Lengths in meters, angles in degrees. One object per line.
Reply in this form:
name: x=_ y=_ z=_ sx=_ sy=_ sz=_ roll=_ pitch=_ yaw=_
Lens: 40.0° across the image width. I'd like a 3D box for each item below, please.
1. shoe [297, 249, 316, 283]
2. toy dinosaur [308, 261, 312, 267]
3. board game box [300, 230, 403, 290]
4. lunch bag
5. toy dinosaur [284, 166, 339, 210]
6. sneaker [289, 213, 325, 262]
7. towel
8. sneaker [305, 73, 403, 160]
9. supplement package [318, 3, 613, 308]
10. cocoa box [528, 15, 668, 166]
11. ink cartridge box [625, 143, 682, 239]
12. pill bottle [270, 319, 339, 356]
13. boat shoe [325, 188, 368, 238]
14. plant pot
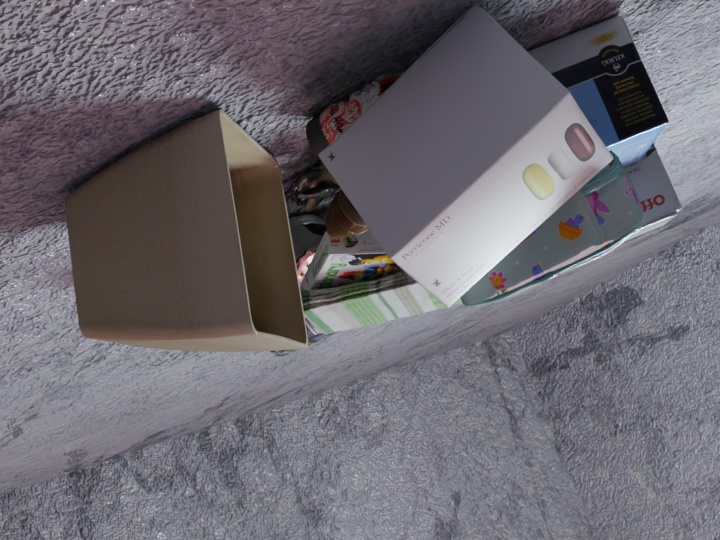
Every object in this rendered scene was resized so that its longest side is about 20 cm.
shoe: x=-0.095 y=0.004 z=1.376 sx=0.197 sy=0.092 sz=0.072 roll=-20 pitch=169 yaw=-11
toy dinosaur: x=0.062 y=-0.051 z=1.245 sx=0.105 sy=0.180 sz=0.202 roll=32 pitch=84 yaw=-52
board game box: x=0.000 y=0.000 z=1.228 sx=0.124 sy=0.035 sz=0.200 roll=-2 pitch=160 yaw=-14
lunch bag: x=0.174 y=-0.044 z=0.971 sx=0.198 sy=0.078 sz=0.160 roll=-26 pitch=-171 yaw=18
toy dinosaur: x=-0.054 y=-0.096 z=1.128 sx=0.087 sy=0.048 sz=0.200 roll=-23 pitch=174 yaw=-31
sneaker: x=-0.110 y=-0.022 z=1.273 sx=0.198 sy=0.081 sz=0.073 roll=-12 pitch=163 yaw=-46
towel: x=0.028 y=0.034 z=1.250 sx=0.197 sy=0.031 sz=0.149 roll=-13 pitch=163 yaw=7
sneaker: x=0.045 y=-0.144 z=1.015 sx=0.107 sy=0.068 sz=0.200 roll=-27 pitch=162 yaw=34
supplement package: x=0.090 y=-0.102 z=0.882 sx=0.200 sy=0.156 sz=0.111 roll=-43 pitch=139 yaw=10
cocoa box: x=0.210 y=-0.162 z=1.085 sx=0.197 sy=0.133 sz=0.133 roll=-21 pitch=168 yaw=-2
ink cartridge box: x=0.274 y=-0.127 z=1.189 sx=0.142 sy=0.203 sz=0.084 roll=-21 pitch=168 yaw=1
pill bottle: x=-0.055 y=0.043 z=1.452 sx=0.198 sy=0.108 sz=0.106 roll=-24 pitch=168 yaw=19
boat shoe: x=0.030 y=-0.100 z=1.123 sx=0.199 sy=0.072 sz=0.068 roll=-32 pitch=175 yaw=-41
plant pot: x=-0.171 y=-0.014 z=0.954 sx=0.174 sy=0.203 sz=0.200 roll=-12 pitch=170 yaw=9
